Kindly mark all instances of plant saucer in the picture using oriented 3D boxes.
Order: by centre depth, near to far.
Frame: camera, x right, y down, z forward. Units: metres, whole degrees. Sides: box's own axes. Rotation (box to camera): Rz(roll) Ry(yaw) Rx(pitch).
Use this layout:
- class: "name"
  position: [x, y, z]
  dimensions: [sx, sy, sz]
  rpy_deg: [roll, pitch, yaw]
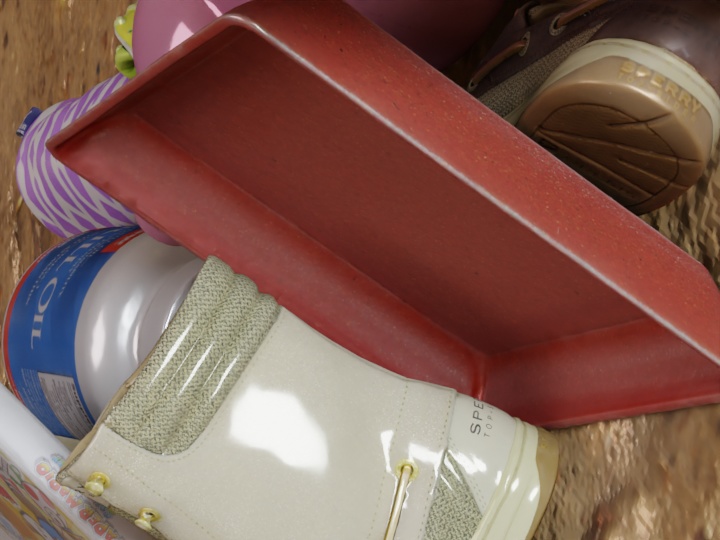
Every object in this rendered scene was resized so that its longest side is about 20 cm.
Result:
- class: "plant saucer"
  position: [0.011, -0.017, 0.746]
  dimensions: [0.037, 0.200, 0.199]
  rpy_deg: [-60, 16, -19]

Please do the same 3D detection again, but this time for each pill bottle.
- class: "pill bottle"
  position: [-0.084, 0.034, 1.014]
  dimensions: [0.200, 0.112, 0.113]
  rpy_deg: [178, 93, -65]

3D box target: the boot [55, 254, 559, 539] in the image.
- class: "boot"
  position: [-0.041, 0.111, 0.792]
  dimensions: [0.201, 0.154, 0.072]
  rpy_deg: [-61, 7, 7]

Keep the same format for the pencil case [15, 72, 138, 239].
- class: "pencil case"
  position: [-0.107, -0.061, 1.117]
  dimensions: [0.086, 0.084, 0.200]
  rpy_deg: [-48, 16, -19]

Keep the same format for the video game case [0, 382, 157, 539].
- class: "video game case"
  position: [-0.103, 0.137, 0.973]
  dimensions: [0.182, 0.023, 0.200]
  rpy_deg: [43, 161, 9]

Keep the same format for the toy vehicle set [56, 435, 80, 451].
- class: "toy vehicle set"
  position: [-0.093, 0.128, 1.033]
  dimensions: [0.027, 0.124, 0.200]
  rpy_deg: [-50, 18, -16]

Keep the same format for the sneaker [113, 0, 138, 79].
- class: "sneaker"
  position: [-0.070, -0.119, 0.998]
  dimensions: [0.076, 0.076, 0.201]
  rpy_deg: [93, 179, -64]

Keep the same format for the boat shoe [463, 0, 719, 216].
- class: "boat shoe"
  position: [0.069, -0.053, 0.744]
  dimensions: [0.072, 0.072, 0.200]
  rpy_deg: [-64, 8, -18]

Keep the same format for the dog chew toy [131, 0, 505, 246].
- class: "dog chew toy"
  position: [-0.028, -0.089, 0.841]
  dimensions: [0.200, 0.124, 0.125]
  rpy_deg: [-55, 38, 28]

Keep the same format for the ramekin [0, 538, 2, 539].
- class: "ramekin"
  position: [-0.181, 0.193, 1.252]
  dimensions: [0.202, 0.094, 0.204]
  rpy_deg: [-179, 90, -67]
